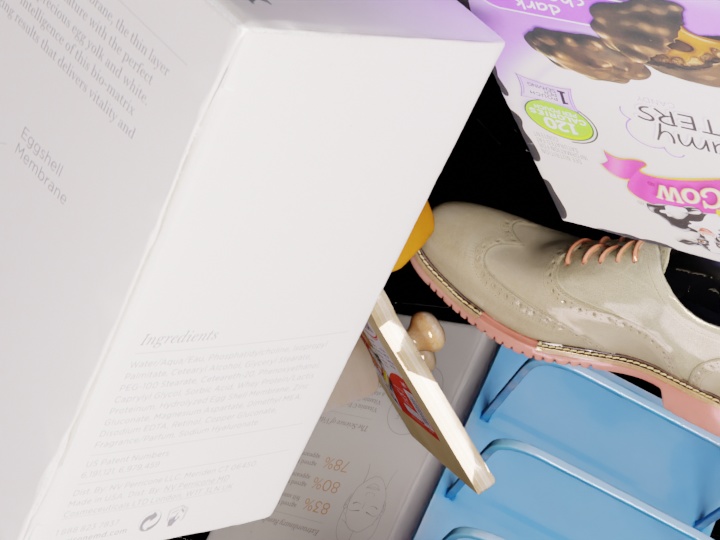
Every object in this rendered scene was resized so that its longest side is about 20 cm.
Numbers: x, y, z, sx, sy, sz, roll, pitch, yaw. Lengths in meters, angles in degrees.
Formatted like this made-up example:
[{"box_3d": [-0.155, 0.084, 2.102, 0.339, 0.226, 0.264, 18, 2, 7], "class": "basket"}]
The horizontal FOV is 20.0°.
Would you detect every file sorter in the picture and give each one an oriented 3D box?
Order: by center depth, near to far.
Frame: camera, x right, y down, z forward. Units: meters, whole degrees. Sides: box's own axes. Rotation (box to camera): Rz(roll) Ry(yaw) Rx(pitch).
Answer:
[{"box_3d": [0.109, 0.124, 0.979, 0.138, 0.201, 0.123, 27, 156, -1], "class": "file sorter"}]

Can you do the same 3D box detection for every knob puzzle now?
[{"box_3d": [0.000, 0.000, 0.965, 0.220, 0.030, 0.220, 58, 175, 7], "class": "knob puzzle"}]

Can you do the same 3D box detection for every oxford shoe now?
[{"box_3d": [0.115, 0.004, 0.896, 0.199, 0.071, 0.074, 22, 134, 16], "class": "oxford shoe"}]

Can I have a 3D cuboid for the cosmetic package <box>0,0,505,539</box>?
[{"box_3d": [-0.089, -0.048, 0.685, 0.122, 0.201, 0.199, -6, -139, -46], "class": "cosmetic package"}]

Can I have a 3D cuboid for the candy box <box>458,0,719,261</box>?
[{"box_3d": [0.126, -0.075, 0.652, 0.167, 0.072, 0.200, 16, 157, 29], "class": "candy box"}]

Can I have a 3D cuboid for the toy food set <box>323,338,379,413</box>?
[{"box_3d": [-0.109, 0.059, 0.963, 0.199, 0.061, 0.143, 0, -173, 29], "class": "toy food set"}]

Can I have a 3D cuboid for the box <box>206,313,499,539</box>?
[{"box_3d": [0.007, 0.132, 1.117, 0.124, 0.201, 0.097, 8, 153, 42], "class": "box"}]

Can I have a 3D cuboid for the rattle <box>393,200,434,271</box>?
[{"box_3d": [-0.095, -0.014, 0.864, 0.200, 0.131, 0.142, -36, 162, 34], "class": "rattle"}]
